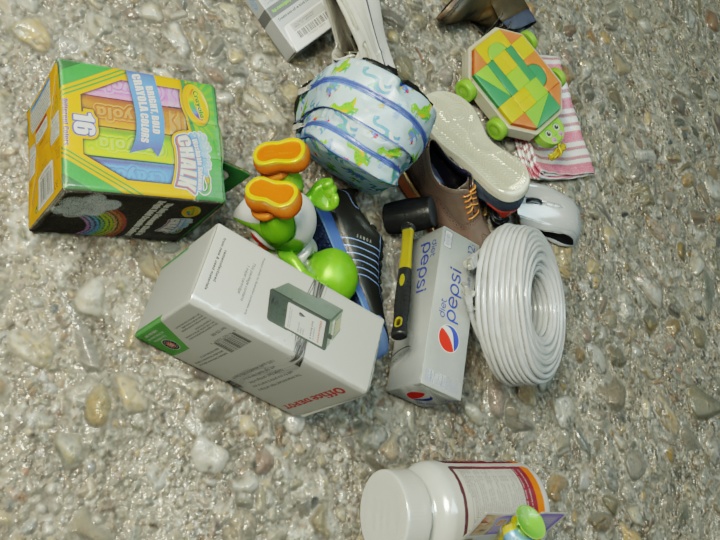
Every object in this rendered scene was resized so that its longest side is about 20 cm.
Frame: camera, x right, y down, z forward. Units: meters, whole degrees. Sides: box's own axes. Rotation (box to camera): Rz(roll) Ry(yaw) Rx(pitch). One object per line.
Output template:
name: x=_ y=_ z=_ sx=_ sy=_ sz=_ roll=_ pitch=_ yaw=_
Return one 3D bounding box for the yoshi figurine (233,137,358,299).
yoshi figurine: x=-0.051 y=-0.031 z=0.853 sx=0.111 sy=0.202 sz=0.112 roll=-32 pitch=55 yaw=-16

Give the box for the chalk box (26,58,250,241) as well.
chalk box: x=-0.207 y=-0.107 z=0.812 sx=0.197 sy=0.124 sz=0.127 roll=2 pitch=74 yaw=-36

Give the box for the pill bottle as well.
pill bottle: x=0.104 y=0.265 z=0.920 sx=0.197 sy=0.109 sz=0.112 roll=8 pitch=70 yaw=-33

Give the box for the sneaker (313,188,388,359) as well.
sneaker: x=0.000 y=0.000 z=0.959 sx=0.077 sy=0.070 sz=0.203 roll=-19 pitch=86 yaw=-33

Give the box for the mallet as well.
mallet: x=0.061 y=-0.008 z=0.972 sx=0.041 sy=0.065 sz=0.203 roll=61 pitch=21 yaw=-45

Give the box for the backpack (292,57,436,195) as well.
backpack: x=0.005 y=-0.158 z=0.928 sx=0.162 sy=0.199 sz=0.155 roll=35 pitch=68 yaw=-14

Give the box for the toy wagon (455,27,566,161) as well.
toy wagon: x=0.232 y=-0.249 z=1.197 sx=0.155 sy=0.040 sz=0.201 roll=-40 pitch=90 yaw=-25

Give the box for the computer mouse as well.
computer mouse: x=0.252 y=-0.093 z=1.187 sx=0.197 sy=0.044 sz=0.112 roll=17 pitch=64 yaw=-30

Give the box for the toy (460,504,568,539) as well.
toy: x=0.123 y=0.317 z=0.863 sx=0.113 sy=0.202 sz=0.048 roll=9 pitch=37 yaw=-32

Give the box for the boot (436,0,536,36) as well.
boot: x=0.190 y=-0.373 z=1.217 sx=0.098 sy=0.074 sz=0.200 roll=54 pitch=51 yaw=-5

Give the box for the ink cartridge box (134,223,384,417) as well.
ink cartridge box: x=-0.097 y=0.058 z=0.822 sx=0.198 sy=0.145 sz=0.085 roll=31 pitch=58 yaw=-24

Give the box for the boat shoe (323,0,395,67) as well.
boat shoe: x=-0.003 y=-0.261 z=1.010 sx=0.065 sy=0.072 sz=0.202 roll=-32 pitch=133 yaw=-21

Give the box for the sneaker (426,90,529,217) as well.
sneaker: x=0.143 y=-0.149 z=1.111 sx=0.074 sy=0.085 sz=0.201 roll=-30 pitch=65 yaw=-12

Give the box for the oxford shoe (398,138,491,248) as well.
oxford shoe: x=0.123 y=-0.079 z=1.071 sx=0.200 sy=0.072 sz=0.072 roll=49 pitch=53 yaw=-13

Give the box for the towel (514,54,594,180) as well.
towel: x=0.279 y=-0.235 z=1.263 sx=0.144 sy=0.030 sz=0.204 roll=-8 pitch=79 yaw=-38

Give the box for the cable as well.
cable: x=0.202 y=0.041 z=1.048 sx=0.200 sy=0.068 sz=0.203 roll=-50 pitch=127 yaw=-50

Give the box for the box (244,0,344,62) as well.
box: x=-0.087 y=-0.381 z=1.018 sx=0.156 sy=0.041 sz=0.201 roll=-41 pitch=101 yaw=-22

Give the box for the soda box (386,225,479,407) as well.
soda box: x=0.088 y=0.055 z=1.004 sx=0.063 sy=0.068 sz=0.204 roll=25 pitch=62 yaw=-29
